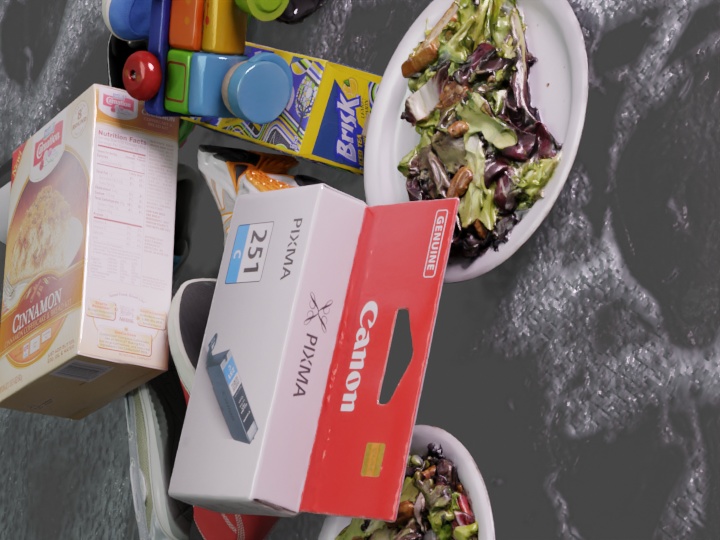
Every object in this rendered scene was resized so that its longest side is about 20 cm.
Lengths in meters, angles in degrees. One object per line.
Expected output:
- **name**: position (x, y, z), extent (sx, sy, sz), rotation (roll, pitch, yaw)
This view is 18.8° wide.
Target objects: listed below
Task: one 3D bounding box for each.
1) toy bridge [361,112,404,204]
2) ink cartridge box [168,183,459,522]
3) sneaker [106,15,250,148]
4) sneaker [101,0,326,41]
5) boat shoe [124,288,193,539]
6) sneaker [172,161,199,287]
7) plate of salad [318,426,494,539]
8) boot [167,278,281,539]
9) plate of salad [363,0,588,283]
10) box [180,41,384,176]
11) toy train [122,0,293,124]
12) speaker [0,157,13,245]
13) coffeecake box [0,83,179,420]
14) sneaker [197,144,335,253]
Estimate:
- **toy bridge**: position (0.000, 0.000, 1.432), extent (0.067, 0.027, 0.201), rotation (29, 103, 59)
- **ink cartridge box**: position (-0.031, 0.048, 1.319), extent (0.176, 0.045, 0.202), rotation (-4, 69, 51)
- **sneaker**: position (-0.146, -0.177, 1.673), extent (0.076, 0.084, 0.201), rotation (-3, 58, 46)
- **sneaker**: position (-0.092, -0.212, 1.572), extent (0.199, 0.077, 0.111), rotation (-30, 42, 2)
- **boat shoe**: position (-0.140, 0.109, 1.574), extent (0.065, 0.074, 0.203), rotation (-34, 56, 42)
- **sneaker**: position (-0.173, 0.004, 1.676), extent (0.086, 0.075, 0.202), rotation (10, 86, 54)
- **plate of salad**: position (0.013, 0.190, 1.294), extent (0.200, 0.048, 0.202), rotation (-33, 49, 49)
- **boot**: position (-0.099, 0.115, 1.488), extent (0.201, 0.072, 0.145), rotation (-110, 27, -42)
- **plate of salad**: position (0.061, -0.093, 1.335), extent (0.199, 0.048, 0.202), rotation (-20, 62, 45)
- **box**: position (-0.054, -0.119, 1.539), extent (0.200, 0.064, 0.071), rotation (22, 95, 60)
- **toy train**: position (-0.092, -0.199, 1.471), extent (0.115, 0.084, 0.202), rotation (16, 104, 48)
- **speaker**: position (-0.240, -0.081, 1.814), extent (0.200, 0.081, 0.082), rotation (-26, 56, 52)
- **coffeecake box**: position (-0.197, -0.010, 1.568), extent (0.153, 0.073, 0.202), rotation (-29, 54, 54)
- **sneaker**: position (-0.075, -0.031, 1.516), extent (0.200, 0.075, 0.093), rotation (-135, 52, -70)
